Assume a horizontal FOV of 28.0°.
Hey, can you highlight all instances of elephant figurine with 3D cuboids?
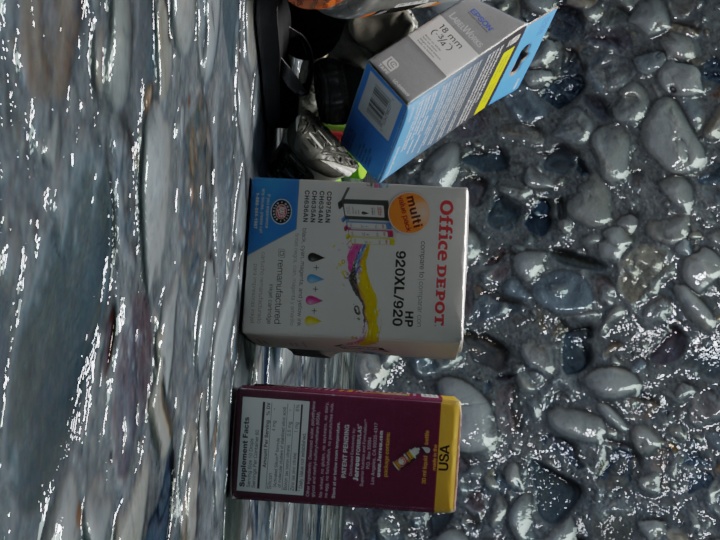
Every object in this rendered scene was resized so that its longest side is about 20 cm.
[{"bbox_3d":[0.004,-0.272,1.566,0.141,0.155,0.201,-29,115,-46],"label":"elephant figurine"}]

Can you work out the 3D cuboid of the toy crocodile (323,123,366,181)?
[{"bbox_3d":[-0.041,-0.097,1.524,0.062,0.067,0.200,76,30,-55],"label":"toy crocodile"}]

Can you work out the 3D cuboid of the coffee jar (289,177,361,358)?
[{"bbox_3d":[-0.045,-0.009,1.590,0.104,0.085,0.200,95,-1,-62],"label":"coffee jar"}]

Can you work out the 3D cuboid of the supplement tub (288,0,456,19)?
[{"bbox_3d":[0.019,-0.291,1.285,0.200,0.122,0.123,-18,118,-45],"label":"supplement tub"}]

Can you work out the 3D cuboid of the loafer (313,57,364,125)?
[{"bbox_3d":[-0.007,-0.181,1.455,0.201,0.070,0.068,-29,112,-84],"label":"loafer"}]

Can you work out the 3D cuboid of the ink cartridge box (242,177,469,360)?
[{"bbox_3d":[0.000,0.000,1.349,0.145,0.199,0.148,75,18,-82],"label":"ink cartridge box"}]

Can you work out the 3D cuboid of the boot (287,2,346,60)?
[{"bbox_3d":[-0.045,-0.327,1.414,0.163,0.073,0.199,-85,175,-57],"label":"boot"}]

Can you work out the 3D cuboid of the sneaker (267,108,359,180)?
[{"bbox_3d":[-0.052,-0.102,1.399,0.074,0.079,0.200,50,-1,0],"label":"sneaker"}]

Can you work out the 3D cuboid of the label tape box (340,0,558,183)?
[{"bbox_3d":[0.083,-0.189,1.402,0.200,0.063,0.144,-36,166,-26],"label":"label tape box"}]

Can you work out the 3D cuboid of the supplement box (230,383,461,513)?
[{"bbox_3d":[-0.011,0.160,1.314,0.131,0.199,0.104,47,47,-86],"label":"supplement box"}]

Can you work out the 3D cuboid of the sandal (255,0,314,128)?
[{"bbox_3d":[-0.068,-0.195,1.343,0.200,0.043,0.076,87,7,-65],"label":"sandal"}]

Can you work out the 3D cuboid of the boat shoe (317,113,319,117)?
[{"bbox_3d":[-0.023,-0.169,1.659,0.200,0.065,0.072,-21,-114,56],"label":"boat shoe"}]
